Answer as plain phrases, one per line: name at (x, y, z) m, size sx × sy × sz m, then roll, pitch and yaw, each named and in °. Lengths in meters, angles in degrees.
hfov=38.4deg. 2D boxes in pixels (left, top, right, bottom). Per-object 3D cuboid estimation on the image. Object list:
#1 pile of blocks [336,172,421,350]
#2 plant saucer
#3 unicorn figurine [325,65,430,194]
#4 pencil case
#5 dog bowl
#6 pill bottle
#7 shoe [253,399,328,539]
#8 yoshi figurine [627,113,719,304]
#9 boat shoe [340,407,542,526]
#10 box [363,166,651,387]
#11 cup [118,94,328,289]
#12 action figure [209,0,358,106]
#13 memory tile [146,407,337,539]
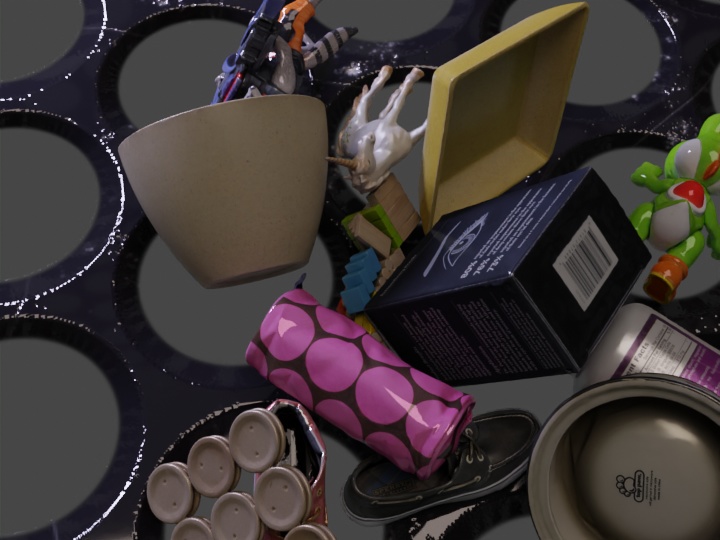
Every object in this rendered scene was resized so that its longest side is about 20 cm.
pile of blocks at (0.000, 0.000, 0.993) m, size 0.082 × 0.062 × 0.202 m, roll 38°, pitch 49°, yaw -35°
plant saucer at (0.127, -0.153, 1.009) m, size 0.199 × 0.201 × 0.048 m, roll -33°, pitch 57°, yaw -31°
unicorn figurine at (0.020, -0.136, 1.025) m, size 0.074 × 0.200 × 0.138 m, roll 35°, pitch 85°, yaw -8°
pencil case at (0.003, 0.091, 0.880) m, size 0.199 × 0.091 × 0.093 m, roll 34°, pitch 18°, yaw 20°
dog bowl at (0.242, 0.176, 0.855) m, size 0.199 × 0.201 × 0.074 m, roll 32°, pitch 21°, yaw 14°
pill bottle at (0.264, 0.100, 0.933) m, size 0.199 × 0.113 × 0.112 m, roll 33°, pitch 63°, yaw 15°
shoe at (-0.060, 0.211, 0.854) m, size 0.071 × 0.091 × 0.202 m, roll -2°, pitch 60°, yaw -6°
yoshi figurine at (0.327, -0.067, 1.062) m, size 0.112 × 0.112 × 0.201 m, roll 17°, pitch 67°, yaw 53°
boat shoe at (0.077, 0.169, 0.909) m, size 0.198 × 0.057 × 0.069 m, roll -20°, pitch 63°, yaw -15°
box at (0.125, 0.013, 0.906) m, size 0.105 × 0.199 × 0.148 m, roll 52°, pitch 57°, yaw -16°
cup at (-0.114, -0.064, 0.972) m, size 0.198 × 0.200 × 0.145 m, roll -12°, pitch 86°, yaw -11°
action figure at (-0.075, -0.220, 1.061) m, size 0.104 × 0.200 × 0.195 m, roll 31°, pitch 61°, yaw -9°
memory tile at (-0.086, 0.224, 0.823) m, size 0.153 × 0.017 × 0.201 m, roll -35°, pitch 71°, yaw 25°
